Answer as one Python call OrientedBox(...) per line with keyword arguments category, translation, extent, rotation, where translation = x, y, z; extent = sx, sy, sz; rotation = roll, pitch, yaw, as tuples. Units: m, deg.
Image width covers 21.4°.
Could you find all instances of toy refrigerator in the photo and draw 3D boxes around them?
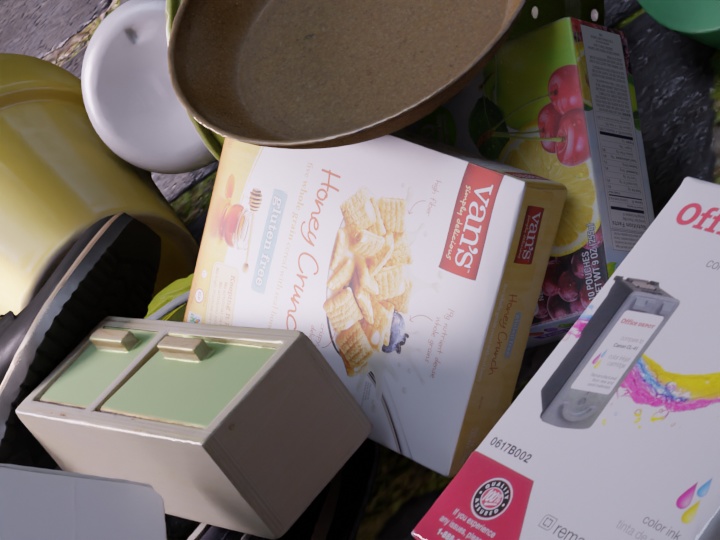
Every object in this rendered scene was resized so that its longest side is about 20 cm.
OrientedBox(category="toy refrigerator", translation=(-0.089, 0.071, 0.948), extent=(0.076, 0.070, 0.199), rotation=(-47, 25, -24))

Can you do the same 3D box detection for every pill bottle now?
OrientedBox(category="pill bottle", translation=(-0.096, -0.130, 1.222), extent=(0.109, 0.110, 0.200), rotation=(-35, 3, 19))

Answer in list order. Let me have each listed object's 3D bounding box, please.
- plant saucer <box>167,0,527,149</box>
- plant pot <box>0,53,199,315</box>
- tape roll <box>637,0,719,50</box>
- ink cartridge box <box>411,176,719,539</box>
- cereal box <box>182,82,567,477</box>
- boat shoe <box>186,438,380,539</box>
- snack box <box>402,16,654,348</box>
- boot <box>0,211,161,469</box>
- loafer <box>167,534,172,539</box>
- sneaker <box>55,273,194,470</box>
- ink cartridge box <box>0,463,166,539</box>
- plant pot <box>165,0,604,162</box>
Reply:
OrientedBox(category="plant saucer", translation=(0.001, -0.127, 0.946), extent=(0.199, 0.036, 0.201), rotation=(-15, 47, 16))
OrientedBox(category="plant pot", translation=(-0.199, -0.013, 1.203), extent=(0.201, 0.201, 0.189), rotation=(-49, 46, -6))
OrientedBox(category="tape roll", translation=(0.212, -0.210, 0.969), extent=(0.200, 0.048, 0.202), rotation=(-35, 48, 49))
OrientedBox(category="ink cartridge box", translation=(0.137, 0.072, 0.764), extent=(0.200, 0.086, 0.147), rotation=(-53, 30, -9))
OrientedBox(category="cereal box", translation=(0.000, 0.000, 0.940), extent=(0.199, 0.039, 0.145), rotation=(22, 102, 42))
OrientedBox(category="boat shoe", translation=(-0.046, 0.148, 0.916), extent=(0.062, 0.073, 0.201), rotation=(-18, 35, 42))
OrientedBox(category="snack box", translation=(0.050, -0.027, 0.960), extent=(0.199, 0.053, 0.143), rotation=(-17, 74, 41))
OrientedBox(category="boot", translation=(-0.212, 0.038, 1.067), extent=(0.138, 0.077, 0.201), rotation=(27, 80, 31))
OrientedBox(category="loafer", translation=(-0.138, 0.156, 1.019), extent=(0.199, 0.068, 0.076), rotation=(2, 54, 57))
OrientedBox(category="sneaker", translation=(-0.135, 0.077, 1.091), extent=(0.200, 0.075, 0.085), rotation=(-41, 31, -9))
OrientedBox(category="ink cartridge box", translation=(-0.150, 0.212, 0.868), extent=(0.147, 0.085, 0.201), rotation=(-104, 28, -56))
OrientedBox(category="plant pot", translation=(0.026, -0.144, 1.081), extent=(0.192, 0.201, 0.201), rotation=(4, 55, 40))
